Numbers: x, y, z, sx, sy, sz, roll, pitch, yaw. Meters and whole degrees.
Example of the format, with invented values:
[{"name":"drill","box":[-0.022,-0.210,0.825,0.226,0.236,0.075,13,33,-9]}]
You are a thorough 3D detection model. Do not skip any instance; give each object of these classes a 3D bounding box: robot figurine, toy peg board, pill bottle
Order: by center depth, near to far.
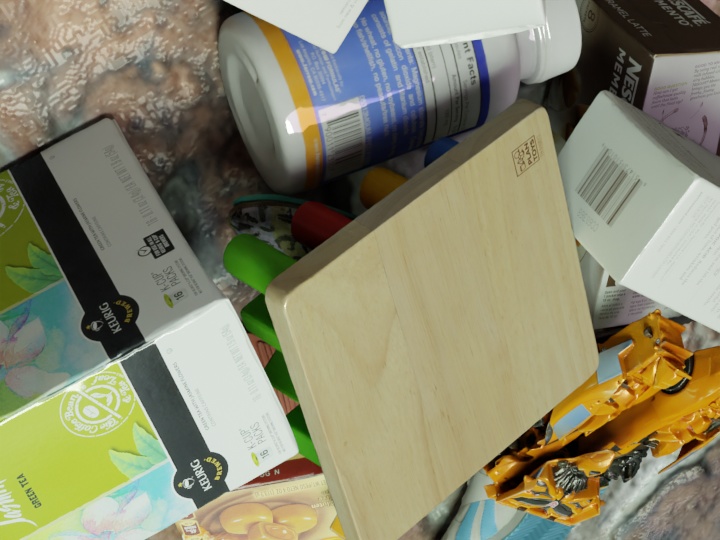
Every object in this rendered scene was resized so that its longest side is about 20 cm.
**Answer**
[{"name":"toy peg board","box":[0.023,0.021,1.117,0.199,0.098,0.201,-37,132,-25]},{"name":"pill bottle","box":[0.025,-0.127,1.142,0.199,0.112,0.113,-21,130,-15]},{"name":"robot figurine","box":[0.158,0.103,1.255,0.144,0.059,0.200,20,134,-33]}]

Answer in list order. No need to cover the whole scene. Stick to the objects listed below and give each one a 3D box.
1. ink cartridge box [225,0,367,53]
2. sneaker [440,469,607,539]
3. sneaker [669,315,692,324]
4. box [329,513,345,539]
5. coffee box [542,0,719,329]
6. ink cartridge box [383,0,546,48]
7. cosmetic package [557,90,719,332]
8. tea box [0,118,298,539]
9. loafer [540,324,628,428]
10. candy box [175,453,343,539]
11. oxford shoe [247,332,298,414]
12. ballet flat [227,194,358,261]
[{"name":"ink cartridge box","box":[-0.092,-0.202,1.021,0.199,0.115,0.068,22,110,-37]},{"name":"sneaker","box":[0.112,0.168,1.431,0.076,0.081,0.200,6,139,-34]},{"name":"sneaker","box":[0.215,0.016,1.380,0.199,0.076,0.091,-36,142,4]},{"name":"box","box":[0.045,0.108,1.278,0.201,0.041,0.119,-58,170,9]},{"name":"coffee box","box":[0.175,-0.079,1.258,0.079,0.115,0.201,-7,126,-25]},{"name":"ink cartridge box","box":[0.047,-0.237,1.005,0.085,0.201,0.147,-5,131,11]},{"name":"cosmetic package","box":[0.216,-0.019,1.174,0.199,0.113,0.081,21,111,-39]},{"name":"tea box","box":[-0.174,0.051,1.099,0.196,0.200,0.134,-30,132,-8]},{"name":"loafer","box":[0.123,0.076,1.325,0.199,0.072,0.063,-25,160,34]},{"name":"candy box","box":[-0.054,0.200,1.347,0.115,0.056,0.201,-10,129,6]},{"name":"oxford shoe","box":[-0.119,0.085,1.258,0.199,0.071,0.074,-4,165,-37]},{"name":"ballet flat","box":[0.000,0.000,1.176,0.200,0.072,0.072,10,117,-46]}]
